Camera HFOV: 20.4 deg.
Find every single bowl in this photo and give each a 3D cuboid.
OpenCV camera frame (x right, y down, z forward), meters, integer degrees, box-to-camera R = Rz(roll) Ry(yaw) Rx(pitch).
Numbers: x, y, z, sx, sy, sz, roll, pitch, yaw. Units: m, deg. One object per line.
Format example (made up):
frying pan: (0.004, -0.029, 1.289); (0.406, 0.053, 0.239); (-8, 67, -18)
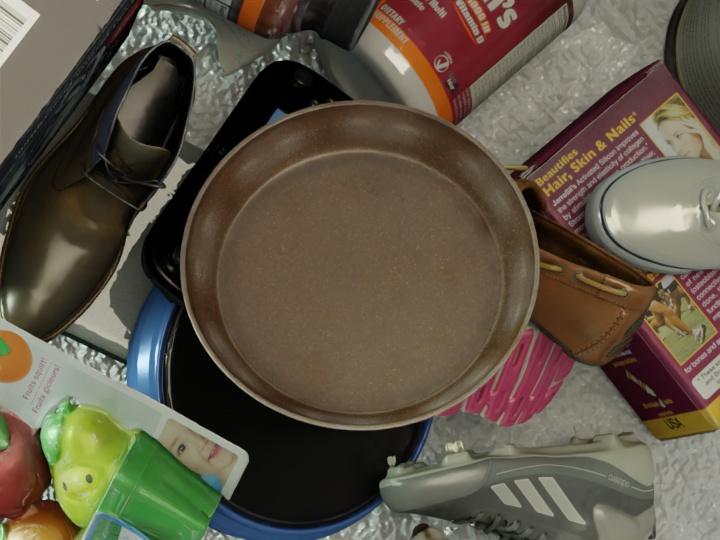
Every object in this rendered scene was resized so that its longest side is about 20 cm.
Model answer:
bowl: (-0.043, 0.066, 1.223); (0.199, 0.039, 0.203); (2, 84, -24)

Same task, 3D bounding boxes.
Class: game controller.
game controller: (-0.050, -0.041, 1.191); (0.104, 0.042, 0.201); (30, 51, 1)

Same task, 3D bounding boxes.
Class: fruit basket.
fruit basket: (-0.187, 0.131, 1.143); (0.199, 0.094, 0.186); (26, 115, -8)

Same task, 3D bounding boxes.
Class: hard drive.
hard drive: (-0.188, -0.041, 1.227); (0.199, 0.033, 0.140); (26, 76, -9)

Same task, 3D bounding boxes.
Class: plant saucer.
plant saucer: (0.000, 0.000, 1.115); (0.198, 0.035, 0.202); (-1, 65, 1)

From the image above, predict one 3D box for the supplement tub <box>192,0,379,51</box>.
supplement tub: (-0.076, -0.205, 1.167); (0.199, 0.107, 0.108); (27, 76, -2)

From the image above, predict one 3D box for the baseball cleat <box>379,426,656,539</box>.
baseball cleat: (0.106, 0.153, 1.234); (0.198, 0.070, 0.107); (-5, 83, -28)

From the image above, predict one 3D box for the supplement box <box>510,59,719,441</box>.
supplement box: (0.191, -0.010, 1.277); (0.131, 0.103, 0.200); (-39, 92, -16)

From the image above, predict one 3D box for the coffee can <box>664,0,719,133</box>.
coffee can: (0.298, -0.155, 1.276); (0.145, 0.200, 0.148); (2, 81, -13)

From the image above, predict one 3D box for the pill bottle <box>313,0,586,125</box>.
pill bottle: (0.074, -0.176, 1.271); (0.200, 0.110, 0.110); (-42, 93, -16)

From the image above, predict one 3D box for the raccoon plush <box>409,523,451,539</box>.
raccoon plush: (0.082, 0.240, 1.196); (0.097, 0.134, 0.200); (-42, 93, -16)

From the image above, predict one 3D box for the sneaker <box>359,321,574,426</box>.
sneaker: (0.051, 0.044, 1.205); (0.199, 0.087, 0.074); (0, 120, -44)

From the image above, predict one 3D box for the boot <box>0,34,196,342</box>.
boot: (-0.155, -0.052, 1.168); (0.074, 0.097, 0.201); (28, 76, -8)

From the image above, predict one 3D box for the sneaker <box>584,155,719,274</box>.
sneaker: (0.235, -0.038, 1.203); (0.198, 0.071, 0.074); (-1, 81, -16)

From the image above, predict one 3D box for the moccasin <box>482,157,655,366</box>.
moccasin: (0.085, -0.029, 1.183); (0.201, 0.078, 0.073); (40, 30, 22)

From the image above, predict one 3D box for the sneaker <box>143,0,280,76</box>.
sneaker: (-0.127, -0.210, 1.252); (0.200, 0.075, 0.089); (45, 86, -5)

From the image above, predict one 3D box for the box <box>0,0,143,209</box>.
box: (-0.214, -0.111, 1.119); (0.104, 0.182, 0.201); (36, 76, -6)
